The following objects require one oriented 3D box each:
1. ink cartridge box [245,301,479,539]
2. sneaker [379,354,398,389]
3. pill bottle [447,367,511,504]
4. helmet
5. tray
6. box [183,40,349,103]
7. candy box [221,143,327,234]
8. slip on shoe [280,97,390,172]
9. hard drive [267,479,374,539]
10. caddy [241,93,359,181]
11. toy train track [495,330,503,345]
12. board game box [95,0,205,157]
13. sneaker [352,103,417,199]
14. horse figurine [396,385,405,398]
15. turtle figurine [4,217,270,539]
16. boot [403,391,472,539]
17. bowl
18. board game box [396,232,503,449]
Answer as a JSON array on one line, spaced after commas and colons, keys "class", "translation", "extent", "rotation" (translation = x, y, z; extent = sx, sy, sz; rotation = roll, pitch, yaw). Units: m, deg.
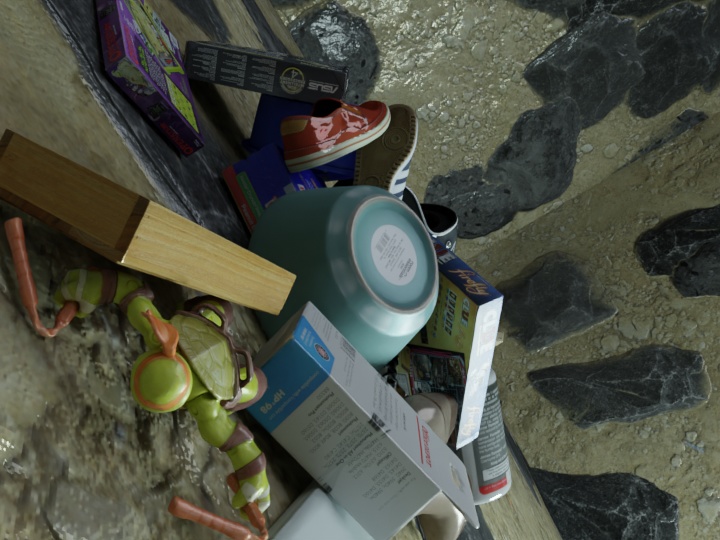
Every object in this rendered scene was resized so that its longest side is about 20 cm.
[{"class": "ink cartridge box", "translation": [0.000, 0.129, 0.582], "extent": [0.200, 0.067, 0.116], "rotation": [47, 8, -6]}, {"class": "sneaker", "translation": [0.012, 0.114, 0.823], "extent": [0.074, 0.079, 0.202], "rotation": [51, 15, -57]}, {"class": "pill bottle", "translation": [0.125, 0.184, 0.944], "extent": [0.114, 0.111, 0.204], "rotation": [-27, 109, -81]}, {"class": "helmet", "translation": [0.040, -0.047, 1.075], "extent": [0.191, 0.199, 0.201], "rotation": [46, 13, -24]}, {"class": "tray", "translation": [-0.120, -0.019, 0.451], "extent": [0.097, 0.038, 0.200], "rotation": [25, -4, 19]}, {"class": "box", "translation": [-0.113, -0.255, 0.943], "extent": [0.161, 0.196, 0.050], "rotation": [-93, -166, -74]}, {"class": "candy box", "translation": [-0.065, -0.040, 0.871], "extent": [0.171, 0.076, 0.200], "rotation": [64, 8, 11]}, {"class": "slip on shoe", "translation": [-0.024, -0.167, 0.828], "extent": [0.200, 0.073, 0.062], "rotation": [-39, 116, -52]}, {"class": "hard drive", "translation": [-0.013, 0.220, 0.504], "extent": [0.134, 0.026, 0.200], "rotation": [62, 9, 6]}, {"class": "caddy", "translation": [-0.060, -0.173, 0.985], "extent": [0.142, 0.196, 0.107], "rotation": [-85, -174, -72]}, {"class": "toy train track", "translation": [0.107, 0.071, 0.888], "extent": [0.199, 0.113, 0.033], "rotation": [-165, -97, -67]}, {"class": "board game box", "translation": [-0.212, -0.215, 0.728], "extent": [0.121, 0.032, 0.202], "rotation": [58, 7, -49]}, {"class": "sneaker", "translation": [0.034, -0.100, 0.932], "extent": [0.109, 0.069, 0.204], "rotation": [49, 54, -66]}, {"class": "horse figurine", "translation": [0.034, 0.118, 0.947], "extent": [0.133, 0.049, 0.204], "rotation": [-43, 121, -64]}, {"class": "turtle figurine", "translation": [-0.099, 0.045, 0.412], "extent": [0.201, 0.064, 0.161], "rotation": [49, 1, 0]}, {"class": "boot", "translation": [0.056, 0.218, 0.736], "extent": [0.146, 0.069, 0.204], "rotation": [-23, 113, -58]}, {"class": "bowl", "translation": [0.000, 0.000, 0.705], "extent": [0.198, 0.104, 0.205], "rotation": [17, 62, -36]}, {"class": "board game box", "translation": [0.088, 0.076, 0.805], "extent": [0.135, 0.034, 0.203], "rotation": [45, -37, 43]}]
